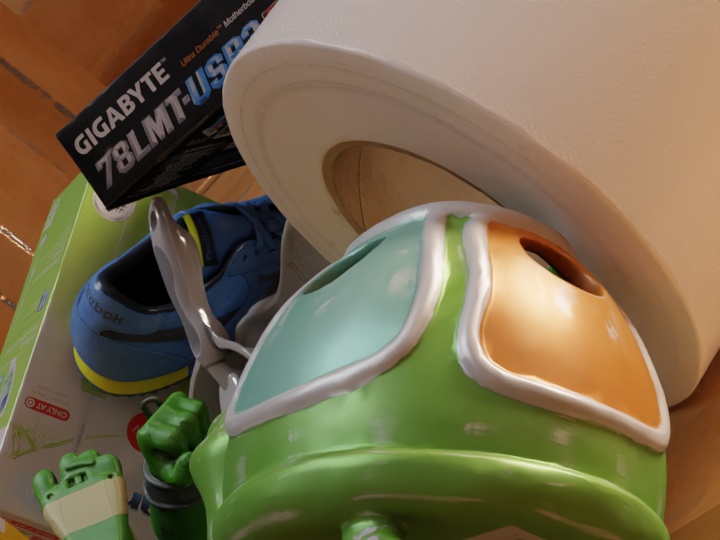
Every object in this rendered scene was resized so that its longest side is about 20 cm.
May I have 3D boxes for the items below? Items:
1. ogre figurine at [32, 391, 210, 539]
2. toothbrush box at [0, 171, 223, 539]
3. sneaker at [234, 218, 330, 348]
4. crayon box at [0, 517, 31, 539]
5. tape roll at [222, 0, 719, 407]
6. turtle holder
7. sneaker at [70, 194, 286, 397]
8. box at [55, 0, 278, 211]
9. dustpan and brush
[{"bbox_3d":[-0.110,0.166,0.850,0.097,0.120,0.201,-3,54,18],"label":"ogre figurine"},{"bbox_3d":[-0.114,0.063,1.030,0.086,0.145,0.201,-32,38,59],"label":"toothbrush box"},{"bbox_3d":[0.000,0.000,0.928,0.099,0.071,0.200,-49,-10,-31],"label":"sneaker"},{"bbox_3d":[-0.105,0.159,0.719,0.058,0.200,0.119,-51,9,-3],"label":"crayon box"},{"bbox_3d":[0.068,-0.063,0.714,0.140,0.202,0.203,-55,10,-21],"label":"tape roll"},{"bbox_3d":[0.022,0.062,0.632,0.186,0.140,0.133,117,160,-63],"label":"turtle holder"},{"bbox_3d":[-0.055,-0.006,0.980,0.199,0.066,0.079,-26,-27,-31],"label":"sneaker"},{"bbox_3d":[-0.019,-0.117,0.921,0.198,0.050,0.200,-39,-6,27],"label":"box"},{"bbox_3d":[-0.054,0.059,0.898,0.057,0.202,0.139,-5,-17,-29],"label":"dustpan and brush"}]
